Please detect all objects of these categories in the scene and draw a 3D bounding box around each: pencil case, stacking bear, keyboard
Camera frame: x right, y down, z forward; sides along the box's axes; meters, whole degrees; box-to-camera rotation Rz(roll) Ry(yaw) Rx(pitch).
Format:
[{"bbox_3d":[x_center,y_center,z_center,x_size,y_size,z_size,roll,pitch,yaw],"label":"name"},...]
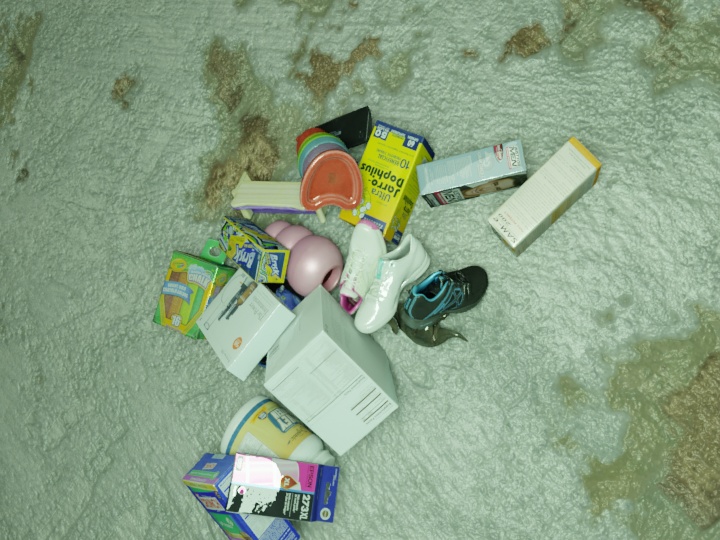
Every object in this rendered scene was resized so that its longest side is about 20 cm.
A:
[{"bbox_3d":[-0.196,0.125,1.162,0.078,0.087,0.200,44,100,-3],"label":"pencil case"},{"bbox_3d":[-0.075,-0.211,1.108,0.117,0.201,0.117,-3,122,-17],"label":"stacking bear"},{"bbox_3d":[-0.049,-0.254,1.188,0.197,0.020,0.132,-7,74,47],"label":"keyboard"}]

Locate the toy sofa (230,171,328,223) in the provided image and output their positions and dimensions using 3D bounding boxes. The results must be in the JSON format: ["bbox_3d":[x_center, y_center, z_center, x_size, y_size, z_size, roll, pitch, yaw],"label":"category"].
[{"bbox_3d":[-0.169,-0.142,1.210,0.194,0.084,0.100,3,54,19],"label":"toy sofa"}]

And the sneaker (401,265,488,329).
[{"bbox_3d":[0.163,0.036,1.045,0.197,0.083,0.073,-27,54,-28],"label":"sneaker"}]

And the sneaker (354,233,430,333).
[{"bbox_3d":[0.045,0.019,1.071,0.074,0.089,0.202,27,73,41],"label":"sneaker"}]

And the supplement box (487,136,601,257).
[{"bbox_3d":[0.325,-0.125,1.026,0.200,0.126,0.074,-44,73,8],"label":"supplement box"}]

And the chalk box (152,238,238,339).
[{"bbox_3d":[-0.339,0.034,1.244,0.121,0.123,0.206,15,89,20],"label":"chalk box"}]

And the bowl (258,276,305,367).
[{"bbox_3d":[-0.181,0.107,1.225,0.194,0.039,0.208,-2,83,20],"label":"bowl"}]

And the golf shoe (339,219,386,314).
[{"bbox_3d":[0.000,0.000,1.094,0.074,0.092,0.204,22,135,20],"label":"golf shoe"}]

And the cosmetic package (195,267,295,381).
[{"bbox_3d":[-0.225,0.093,1.103,0.152,0.052,0.199,-52,38,-3],"label":"cosmetic package"}]

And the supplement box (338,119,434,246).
[{"bbox_3d":[0.054,-0.169,1.137,0.106,0.109,0.205,23,92,20],"label":"supplement box"}]

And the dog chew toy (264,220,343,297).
[{"bbox_3d":[-0.127,-0.034,1.183,0.198,0.124,0.127,35,95,28],"label":"dog chew toy"}]

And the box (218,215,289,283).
[{"bbox_3d":[-0.218,-0.044,1.160,0.199,0.063,0.072,35,116,49],"label":"box"}]

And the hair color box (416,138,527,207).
[{"bbox_3d":[0.212,-0.179,1.087,0.194,0.099,0.063,-12,79,18],"label":"hair color box"}]

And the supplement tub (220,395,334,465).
[{"bbox_3d":[-0.161,0.360,1.131,0.197,0.144,0.148,31,94,19],"label":"supplement tub"}]

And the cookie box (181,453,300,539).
[{"bbox_3d":[-0.231,0.451,1.099,0.169,0.075,0.203,-19,108,52],"label":"cookie box"}]

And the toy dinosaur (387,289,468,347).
[{"bbox_3d":[0.117,0.100,1.112,0.196,0.077,0.105,26,104,15],"label":"toy dinosaur"}]

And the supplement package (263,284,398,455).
[{"bbox_3d":[-0.056,0.176,1.051,0.146,0.192,0.200,-40,109,11],"label":"supplement package"}]

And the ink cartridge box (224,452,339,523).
[{"bbox_3d":[-0.133,0.384,1.016,0.194,0.037,0.098,12,72,-12],"label":"ink cartridge box"}]
